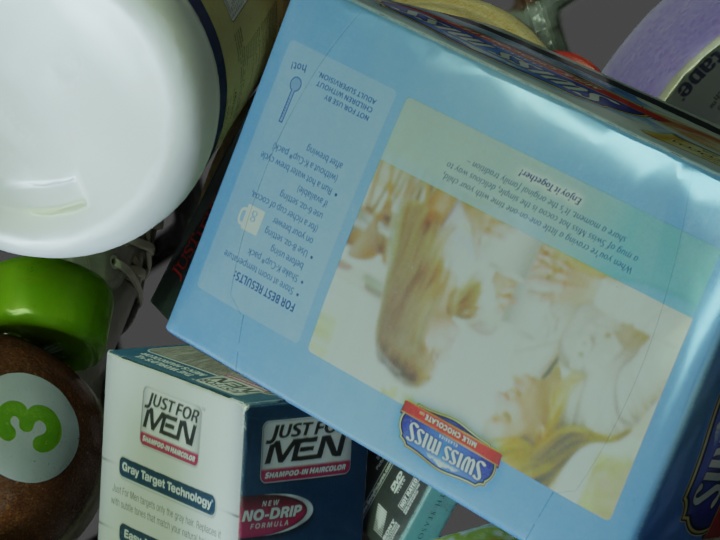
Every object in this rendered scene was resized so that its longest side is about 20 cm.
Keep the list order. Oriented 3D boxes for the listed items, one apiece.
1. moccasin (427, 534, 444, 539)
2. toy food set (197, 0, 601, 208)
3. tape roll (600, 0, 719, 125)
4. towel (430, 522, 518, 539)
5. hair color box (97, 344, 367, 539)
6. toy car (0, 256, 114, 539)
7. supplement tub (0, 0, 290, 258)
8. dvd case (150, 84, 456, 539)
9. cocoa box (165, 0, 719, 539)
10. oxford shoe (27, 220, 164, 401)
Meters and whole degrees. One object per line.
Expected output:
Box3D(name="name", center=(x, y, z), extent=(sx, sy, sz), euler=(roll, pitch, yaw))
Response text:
Box3D(name="moccasin", center=(0.076, 0.166, 1.071), extent=(0.200, 0.068, 0.081), euler=(42, 105, 44))
Box3D(name="toy food set", center=(0.014, -0.022, 1.226), extent=(0.198, 0.049, 0.200), euler=(-51, 46, 7))
Box3D(name="tape roll", center=(0.171, -0.017, 1.070), extent=(0.200, 0.085, 0.201), euler=(-19, 57, 32))
Box3D(name="towel", center=(0.102, 0.133, 0.986), extent=(0.171, 0.200, 0.048), euler=(30, 121, 44))
Box3D(name="hair color box", center=(-0.051, 0.135, 1.130), extent=(0.100, 0.060, 0.201), euler=(17, 107, 52))
Box3D(name="toy car", center=(-0.203, 0.048, 1.162), extent=(0.157, 0.200, 0.165), euler=(-4, 62, 25))
Box3D(name="supplement tub", center=(-0.106, -0.107, 1.223), extent=(0.144, 0.145, 0.200), euler=(-30, 15, 24))
Box3D(name="dvd case", center=(0.000, 0.000, 1.151), extent=(0.200, 0.022, 0.146), euler=(42, 110, 46))
Box3D(name="cocoa box", center=(0.063, 0.005, 0.981), extent=(0.200, 0.131, 0.134), euler=(28, 102, 34))
Box3D(name="oxford shoe", center=(-0.116, -0.011, 1.319), extent=(0.058, 0.075, 0.201), euler=(0, 66, 0))
